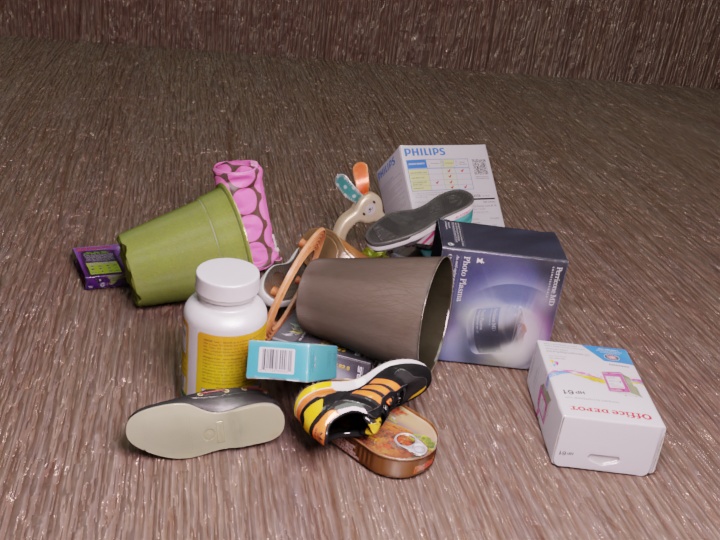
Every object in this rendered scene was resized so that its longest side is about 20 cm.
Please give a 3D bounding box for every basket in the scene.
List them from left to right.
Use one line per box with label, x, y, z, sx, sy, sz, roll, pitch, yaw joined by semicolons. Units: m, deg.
basket;0.017;0.053;1.253;0.199;0.181;0.136;8;-17;21

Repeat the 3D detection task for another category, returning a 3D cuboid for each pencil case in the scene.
pencil case;-0.204;-0.100;1.544;0.093;0.201;0.091;-7;21;7

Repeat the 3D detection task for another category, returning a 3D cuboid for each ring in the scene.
ring;-0.105;0.025;1.263;0.019;0.201;0.201;28;29;5

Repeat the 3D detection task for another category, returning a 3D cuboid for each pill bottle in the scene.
pill bottle;-0.184;0.090;1.160;0.112;0.201;0.113;6;26;-3

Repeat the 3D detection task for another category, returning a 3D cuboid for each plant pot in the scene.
plant pot;-0.294;-0.026;1.414;0.189;0.201;0.200;-16;32;-18

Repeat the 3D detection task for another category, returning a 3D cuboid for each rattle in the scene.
rattle;0.018;-0.077;1.551;0.129;0.201;0.143;0;27;-14

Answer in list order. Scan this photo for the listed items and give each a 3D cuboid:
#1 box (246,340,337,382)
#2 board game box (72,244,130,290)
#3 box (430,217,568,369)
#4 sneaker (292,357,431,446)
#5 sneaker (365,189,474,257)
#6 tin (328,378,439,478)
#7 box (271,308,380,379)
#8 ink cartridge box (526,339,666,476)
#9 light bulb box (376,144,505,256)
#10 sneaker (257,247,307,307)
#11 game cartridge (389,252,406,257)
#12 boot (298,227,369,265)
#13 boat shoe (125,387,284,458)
box;-0.088;0.122;1.161;0.082;0.050;0.200;3;-5;9
board game box;-0.396;-0.013;1.513;0.199;0.032;0.120;-6;33;-27
box;0.207;0.039;1.367;0.197;0.201;0.123;6;25;-3
sneaker;0.017;0.179;1.111;0.199;0.070;0.090;-11;36;-25
sneaker;0.103;-0.049;1.441;0.199;0.121;0.084;-22;43;-15
tin;0.016;0.210;1.157;0.112;0.042;0.199;-23;38;-40
box;-0.033;0.099;1.356;0.157;0.049;0.200;14;27;13
ink cartridge box;0.330;0.191;1.223;0.143;0.085;0.200;6;27;-3
light bulb box;0.156;-0.128;1.664;0.197;0.201;0.125;-4;-16;-24
sneaker;-0.128;0.031;1.437;0.073;0.085;0.200;42;25;2
game cartridge;0.152;0.020;1.501;0.199;0.039;0.130;18;1;-12
boot;0.000;0.000;1.474;0.199;0.077;0.155;20;-7;34
boat shoe;-0.201;0.192;1.102;0.200;0.074;0.063;-2;18;-22
